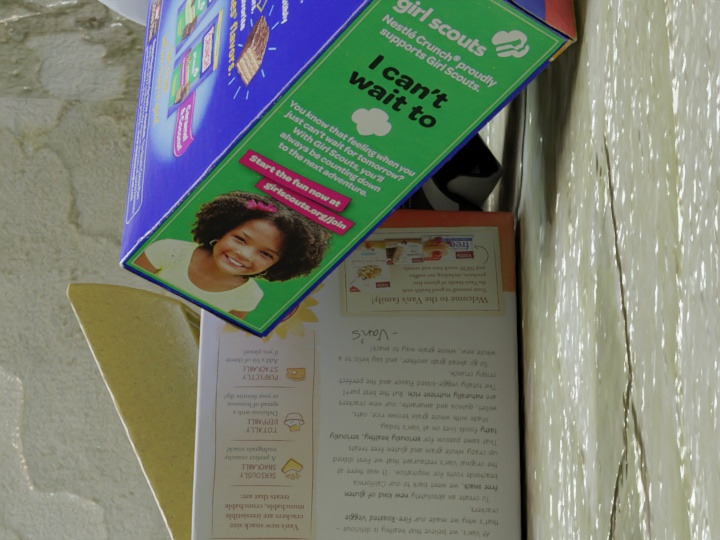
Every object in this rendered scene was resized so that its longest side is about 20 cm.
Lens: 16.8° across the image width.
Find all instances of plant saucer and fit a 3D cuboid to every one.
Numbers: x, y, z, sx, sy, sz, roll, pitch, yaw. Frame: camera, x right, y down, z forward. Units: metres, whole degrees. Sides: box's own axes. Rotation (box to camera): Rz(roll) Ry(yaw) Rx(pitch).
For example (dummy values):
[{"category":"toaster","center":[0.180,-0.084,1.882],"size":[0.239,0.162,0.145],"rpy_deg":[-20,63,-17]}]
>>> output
[{"category":"plant saucer","center":[-0.063,0.104,1.328],"size":[0.201,0.048,0.200],"rpy_deg":[64,-169,27]}]

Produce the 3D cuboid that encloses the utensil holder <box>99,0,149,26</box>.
[{"category":"utensil holder","center":[-0.046,-0.222,1.062],"size":[0.200,0.169,0.171],"rpy_deg":[-54,24,37]}]

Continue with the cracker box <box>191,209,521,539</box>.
[{"category":"cracker box","center":[-0.002,0.074,1.011],"size":[0.058,0.133,0.202],"rpy_deg":[96,176,-62]}]

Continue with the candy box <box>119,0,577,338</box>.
[{"category":"candy box","center":[-0.008,-0.102,0.943],"size":[0.200,0.077,0.170],"rpy_deg":[-45,31,39]}]

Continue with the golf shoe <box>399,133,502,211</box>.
[{"category":"golf shoe","center":[0.023,-0.015,1.115],"size":[0.201,0.094,0.078],"rpy_deg":[73,-170,-48]}]
